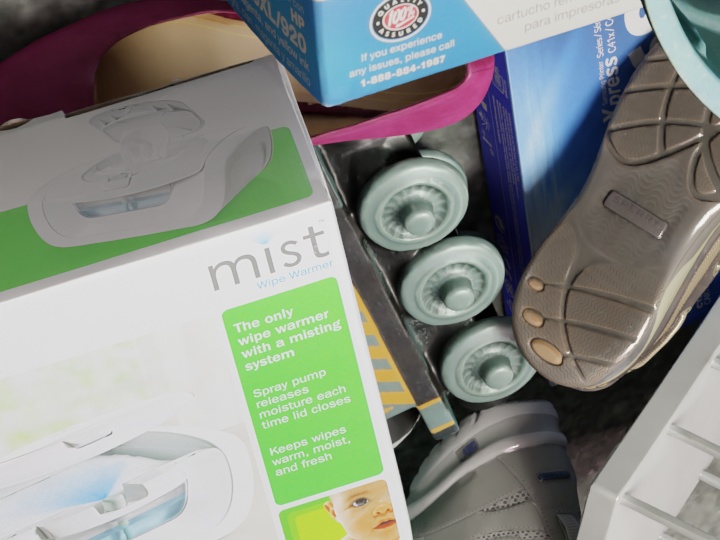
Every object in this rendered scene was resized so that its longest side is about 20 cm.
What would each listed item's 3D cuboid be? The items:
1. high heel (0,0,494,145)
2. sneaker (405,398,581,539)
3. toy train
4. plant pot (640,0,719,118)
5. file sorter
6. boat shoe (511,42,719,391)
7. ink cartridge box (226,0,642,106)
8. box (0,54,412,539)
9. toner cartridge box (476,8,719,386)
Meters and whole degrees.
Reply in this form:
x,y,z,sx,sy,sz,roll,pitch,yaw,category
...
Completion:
x,y,z,sx,sy,sz,roll,pitch,yaw,category
-0.051,-0.072,1.014,0.199,0.096,0.068,-11,97,0,high heel
0.040,0.146,1.254,0.074,0.082,0.200,-4,144,-28,sneaker
0.000,0.000,1.143,0.114,0.085,0.200,-24,136,4,toy train
0.117,-0.170,0.796,0.199,0.196,0.201,-16,129,-21,plant pot
0.187,0.102,1.217,0.200,0.124,0.139,-50,158,-39,file sorter
0.134,-0.037,1.145,0.200,0.074,0.073,-52,163,0,boat shoe
0.015,-0.193,0.954,0.147,0.145,0.201,-18,129,-18,ink cartridge box
-0.098,0.038,0.992,0.199,0.097,0.177,-16,132,-4,box
0.104,-0.050,1.186,0.095,0.043,0.201,-23,132,-13,toner cartridge box
